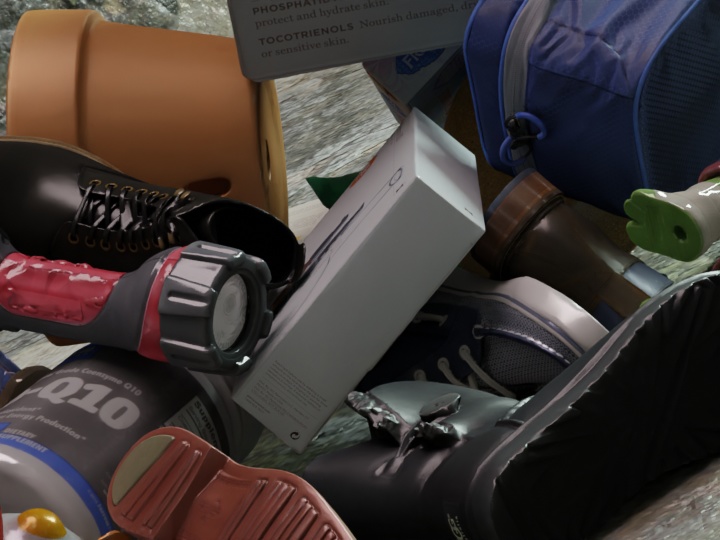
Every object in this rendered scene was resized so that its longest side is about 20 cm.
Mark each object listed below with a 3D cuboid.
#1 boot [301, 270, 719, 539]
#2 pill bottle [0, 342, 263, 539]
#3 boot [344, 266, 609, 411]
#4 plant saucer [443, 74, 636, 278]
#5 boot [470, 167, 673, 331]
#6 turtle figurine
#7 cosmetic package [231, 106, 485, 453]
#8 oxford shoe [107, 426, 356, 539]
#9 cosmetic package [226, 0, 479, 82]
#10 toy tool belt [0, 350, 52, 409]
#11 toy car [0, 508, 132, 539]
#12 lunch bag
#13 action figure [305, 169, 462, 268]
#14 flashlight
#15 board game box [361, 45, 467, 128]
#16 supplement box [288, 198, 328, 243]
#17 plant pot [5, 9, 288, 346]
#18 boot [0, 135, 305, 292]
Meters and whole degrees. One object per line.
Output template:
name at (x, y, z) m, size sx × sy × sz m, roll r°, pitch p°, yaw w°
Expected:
boot at (0.082, 0.063, 1.274) m, size 0.200 × 0.077 × 0.168 m, roll -37°, pitch 20°, yaw -26°
pill bottle at (-0.136, 0.103, 1.433) m, size 0.114 × 0.114 × 0.200 m, roll -16°, pitch 14°, yaw 32°
boot at (0.060, 0.054, 1.425) m, size 0.090 × 0.073 × 0.200 m, roll -49°, pitch 21°, yaw -12°
plant saucer at (0.112, -0.082, 1.635) m, size 0.200 × 0.201 × 0.035 m, roll -13°, pitch -28°, yaw 41°
boot at (0.118, 0.013, 1.487) m, size 0.075 × 0.097 × 0.200 m, roll -50°, pitch -15°, yaw -1°
turtle figurine at (0.200, -0.052, 1.409) m, size 0.194 × 0.200 × 0.144 m, roll -36°, pitch -18°, yaw -30°
cosmetic package at (0.000, 0.000, 1.467) m, size 0.151 × 0.052 × 0.200 m, roll -48°, pitch 8°, yaw 10°
oxford shoe at (-0.036, 0.130, 1.236) m, size 0.071 × 0.074 × 0.200 m, roll -52°, pitch 37°, yaw -3°
cosmetic package at (-0.007, -0.245, 1.557) m, size 0.166 × 0.200 × 0.168 m, roll -10°, pitch 37°, yaw 2°
toy tool belt at (-0.221, 0.093, 1.526) m, size 0.123 × 0.200 × 0.125 m, roll -22°, pitch 53°, yaw -40°
toy car at (-0.172, 0.142, 1.237) m, size 0.200 × 0.177 × 0.184 m, roll -1°, pitch 29°, yaw -42°
lunch bag at (0.141, -0.125, 1.506) m, size 0.132 × 0.136 × 0.200 m, roll 23°, pitch 56°, yaw 30°
action figure at (0.044, -0.026, 1.731) m, size 0.055 × 0.118 × 0.200 m, roll -30°, pitch -3°, yaw 37°
flashlight at (-0.144, 0.008, 1.417) m, size 0.199 × 0.068 × 0.068 m, roll 11°, pitch -2°, yaw 28°
board game box at (0.092, -0.172, 1.745) m, size 0.200 × 0.041 × 0.200 m, roll -47°, pitch -10°, yaw -1°
supplement box at (-0.070, 0.029, 1.727) m, size 0.126 × 0.074 × 0.200 m, roll -17°, pitch 15°, yaw 26°
plant pot at (-0.120, -0.060, 1.626) m, size 0.140 × 0.201 × 0.200 m, roll -5°, pitch 14°, yaw 4°
boot at (-0.130, -0.032, 1.462) m, size 0.199 × 0.078 × 0.138 m, roll 15°, pitch -10°, yaw -15°
